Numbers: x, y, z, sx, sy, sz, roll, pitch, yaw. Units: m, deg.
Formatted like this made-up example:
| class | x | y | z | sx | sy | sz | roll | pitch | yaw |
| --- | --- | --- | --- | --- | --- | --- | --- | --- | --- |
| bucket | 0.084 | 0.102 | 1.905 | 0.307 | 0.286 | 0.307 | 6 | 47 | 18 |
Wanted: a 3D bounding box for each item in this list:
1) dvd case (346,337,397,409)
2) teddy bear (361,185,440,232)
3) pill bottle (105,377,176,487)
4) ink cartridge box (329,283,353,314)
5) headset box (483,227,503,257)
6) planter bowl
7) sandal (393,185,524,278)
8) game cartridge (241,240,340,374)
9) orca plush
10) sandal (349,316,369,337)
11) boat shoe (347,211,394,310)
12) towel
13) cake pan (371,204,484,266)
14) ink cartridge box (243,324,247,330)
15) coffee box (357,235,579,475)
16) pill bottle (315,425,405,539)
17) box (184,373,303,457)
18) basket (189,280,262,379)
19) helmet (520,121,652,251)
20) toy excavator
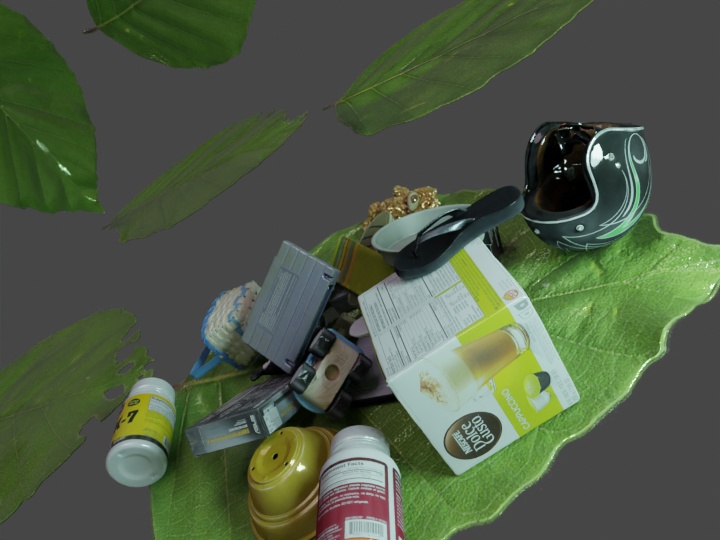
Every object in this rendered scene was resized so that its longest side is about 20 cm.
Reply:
| class | x | y | z | sx | sy | sz | roll | pitch | yaw |
| --- | --- | --- | --- | --- | --- | --- | --- | --- | --- |
| dvd case | 0.045 | 0.145 | 1.053 | 0.141 | 0.018 | 0.202 | -18 | 34 | 31 |
| teddy bear | 0.081 | -0.133 | 1.362 | 0.198 | 0.067 | 0.146 | 7 | 53 | 52 |
| pill bottle | -0.431 | 0.317 | 1.222 | 0.113 | 0.115 | 0.201 | -31 | 29 | 9 |
| ink cartridge box | 0.032 | 0.008 | 1.235 | 0.197 | 0.044 | 0.095 | -25 | 33 | 20 |
| headset box | 0.136 | -0.023 | 1.075 | 0.147 | 0.076 | 0.199 | -1 | 24 | 46 |
| planter bowl | -0.109 | 0.303 | 0.927 | 0.198 | 0.084 | 0.202 | -26 | 30 | 17 |
| sandal | 0.125 | -0.060 | 0.826 | 0.198 | 0.043 | 0.076 | -34 | 29 | 2 |
| game cartridge | -0.127 | 0.063 | 1.088 | 0.129 | 0.038 | 0.203 | 29 | 99 | 30 |
| orca plush | -0.131 | 0.163 | 1.140 | 0.198 | 0.105 | 0.072 | -34 | 47 | 19 |
| sandal | 0.080 | 0.084 | 1.031 | 0.204 | 0.060 | 0.079 | -23 | 16 | -24 |
| boat shoe | 0.032 | -0.011 | 1.154 | 0.074 | 0.068 | 0.203 | -8 | 57 | 48 |
| towel | 0.000 | 0.000 | 1.086 | 0.199 | 0.018 | 0.088 | 28 | 106 | 56 |
| cake pan | 0.116 | -0.057 | 1.001 | 0.196 | 0.037 | 0.201 | -15 | 20 | 5 |
| ink cartridge box | -0.120 | 0.046 | 1.210 | 0.175 | 0.045 | 0.200 | -34 | 9 | 34 |
| coffee box | 0.137 | 0.104 | 0.826 | 0.196 | 0.201 | 0.201 | -32 | 30 | 6 |
| pill bottle | 0.000 | 0.304 | 0.777 | 0.112 | 0.114 | 0.201 | -26 | 30 | 17 |
| box | -0.175 | 0.236 | 1.037 | 0.156 | 0.049 | 0.200 | -22 | 2 | 24 |
| basket | -0.271 | 0.131 | 1.291 | 0.198 | 0.139 | 0.178 | -28 | 28 | 33 |
| helmet | 0.347 | -0.127 | 0.945 | 0.196 | 0.195 | 0.200 | 1 | 16 | 0 |
| toy excavator | -0.051 | 0.151 | 1.054 | 0.196 | 0.099 | 0.200 | -59 | 8 | -18 |
